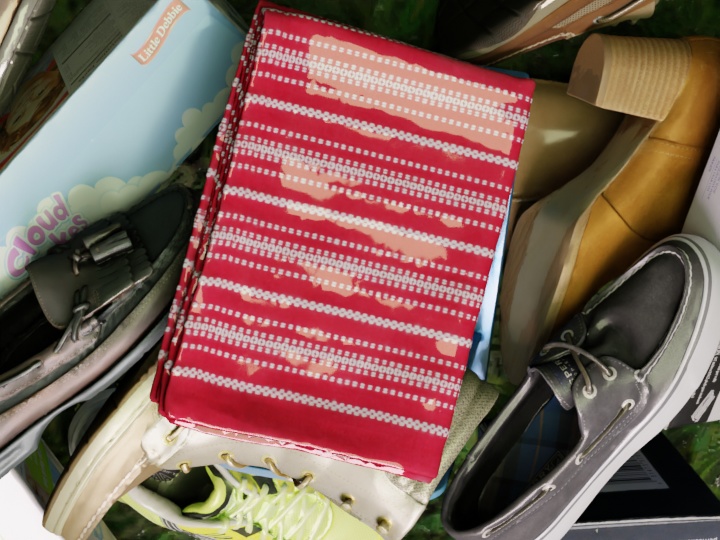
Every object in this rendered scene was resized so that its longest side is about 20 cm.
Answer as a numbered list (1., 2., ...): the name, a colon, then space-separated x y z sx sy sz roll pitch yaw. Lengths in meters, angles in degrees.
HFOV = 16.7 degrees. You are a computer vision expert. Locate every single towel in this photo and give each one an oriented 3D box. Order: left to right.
1. towel: -0.007 -0.011 1.143 0.144 0.022 0.202 15 86 -12

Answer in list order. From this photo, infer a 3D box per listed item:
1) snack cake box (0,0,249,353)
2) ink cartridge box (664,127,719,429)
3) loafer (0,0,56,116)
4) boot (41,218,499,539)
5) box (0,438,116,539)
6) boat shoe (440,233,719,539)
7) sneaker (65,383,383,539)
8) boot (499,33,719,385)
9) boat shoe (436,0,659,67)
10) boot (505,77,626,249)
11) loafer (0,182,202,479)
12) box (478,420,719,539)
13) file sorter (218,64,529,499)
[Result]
1. snack cake box: -0.141 -0.066 1.242 0.067 0.115 0.200 41 96 -22
2. ink cartridge box: 0.212 -0.014 1.270 0.093 0.044 0.201 -7 128 -34
3. loafer: -0.173 -0.172 1.232 0.062 0.072 0.201 24 95 -2
4. boot: -0.046 0.089 1.194 0.154 0.072 0.200 39 100 -8
5. box: -0.176 0.176 1.292 0.101 0.113 0.201 -32 114 2
6. boat shoe: 0.108 0.063 1.241 0.066 0.070 0.200 17 117 -49
7. sneaker: -0.066 0.127 1.347 0.199 0.076 0.076 18 102 -20
8. boot: 0.162 -0.024 1.295 0.143 0.071 0.203 10 107 -23
9. boat shoe: 0.127 -0.155 1.263 0.074 0.076 0.199 31 136 -34
10. boot: 0.132 -0.022 1.355 0.198 0.066 0.177 -1 99 -13
11. loafer: -0.151 0.029 1.173 0.200 0.072 0.063 -45 125 5
12. box: 0.129 0.201 1.381 0.106 0.149 0.202 -3 108 -12
13. file sorter: 0.000 0.000 1.263 0.138 0.123 0.202 10 113 7
